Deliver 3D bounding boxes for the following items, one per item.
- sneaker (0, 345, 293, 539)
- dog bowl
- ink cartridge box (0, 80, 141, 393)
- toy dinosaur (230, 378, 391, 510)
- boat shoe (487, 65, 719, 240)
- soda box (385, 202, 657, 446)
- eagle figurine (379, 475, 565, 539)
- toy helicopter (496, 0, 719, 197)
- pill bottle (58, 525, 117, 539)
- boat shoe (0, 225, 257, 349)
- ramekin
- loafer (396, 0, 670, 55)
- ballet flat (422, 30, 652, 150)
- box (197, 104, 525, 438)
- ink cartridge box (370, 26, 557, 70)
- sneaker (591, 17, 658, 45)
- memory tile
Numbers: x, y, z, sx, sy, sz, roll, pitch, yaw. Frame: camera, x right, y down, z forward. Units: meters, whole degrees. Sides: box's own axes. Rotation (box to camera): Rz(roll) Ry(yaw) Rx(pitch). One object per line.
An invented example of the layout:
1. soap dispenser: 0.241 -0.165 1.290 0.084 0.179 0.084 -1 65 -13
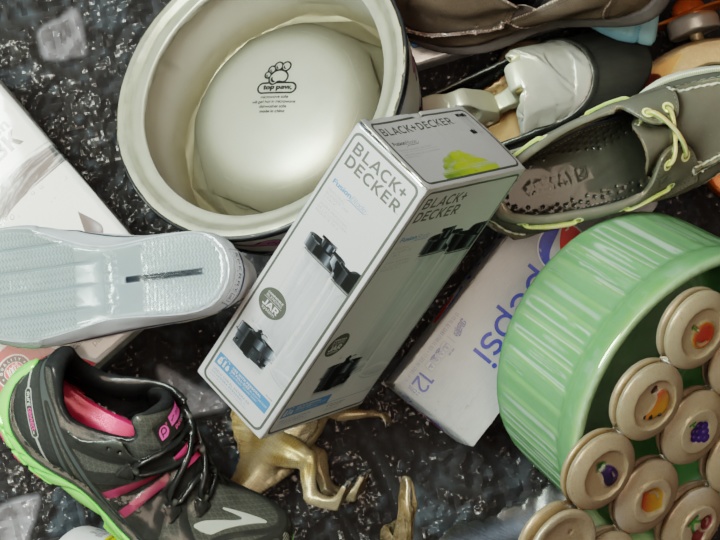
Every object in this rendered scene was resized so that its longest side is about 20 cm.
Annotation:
1. sneaker: -0.123 0.117 1.269 0.199 0.077 0.084 32 130 -12
2. dog bowl: -0.049 -0.099 1.330 0.199 0.074 0.202 -10 65 21
3. ink cartridge box: -0.231 -0.014 1.345 0.144 0.084 0.200 -41 90 -4
4. toy dinosaur: -0.045 0.116 1.373 0.101 0.058 0.201 29 77 13
5. boat shoe: 0.168 -0.072 1.304 0.200 0.060 0.073 -21 93 -2
6. soda box: 0.103 0.015 1.373 0.068 0.063 0.201 37 85 -3
7. eagle figurine: 0.097 0.219 1.348 0.199 0.151 0.152 5 131 -32
8. toy helicopter: 0.187 -0.124 1.385 0.198 0.079 0.133 10 92 9
9. pill bottle: -0.102 0.234 1.304 0.198 0.109 0.110 15 86 14
10. boat shoe: -0.158 0.014 1.273 0.198 0.067 0.074 1 82 19
11. ramekin: 0.179 0.062 1.316 0.199 0.098 0.202 -18 123 -29
12. loafer: 0.093 -0.182 1.296 0.199 0.071 0.074 -6 74 37
13. ballet flat: 0.090 -0.102 1.350 0.199 0.068 0.068 -24 71 12
14. box: 0.000 0.000 1.264 0.060 0.116 0.201 45 118 20
15. ink cartridge box: 0.083 -0.238 1.397 0.198 0.045 0.178 -17 89 -4
16. sneaker: 0.203 -0.232 1.346 0.082 0.074 0.201 30 89 0
17. memory tile: 0.185 0.115 1.269 0.153 0.017 0.201 32 93 -42
